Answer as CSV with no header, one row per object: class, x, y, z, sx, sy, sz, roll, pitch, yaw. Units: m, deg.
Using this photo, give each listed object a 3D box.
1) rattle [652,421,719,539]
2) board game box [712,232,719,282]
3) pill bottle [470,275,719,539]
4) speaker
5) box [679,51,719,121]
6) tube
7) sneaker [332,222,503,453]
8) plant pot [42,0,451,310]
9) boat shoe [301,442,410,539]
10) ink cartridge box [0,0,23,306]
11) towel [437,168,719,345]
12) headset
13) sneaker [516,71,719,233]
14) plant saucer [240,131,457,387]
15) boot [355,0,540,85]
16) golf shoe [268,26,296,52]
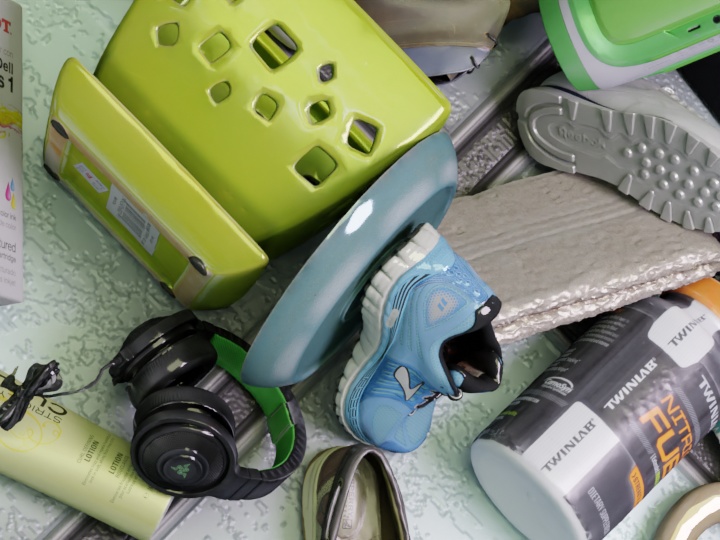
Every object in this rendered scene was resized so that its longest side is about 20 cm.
rattle,0.268,0.162,1.467,0.130,0.143,0.201,20,77,9
board game box,0.278,-0.025,1.479,0.032,0.200,0.121,-1,76,-14
pill bottle,0.175,0.088,1.472,0.200,0.106,0.106,-42,90,-20
speaker,0.221,-0.188,1.454,0.199,0.088,0.089,-21,81,19
box,0.271,-0.200,1.563,0.106,0.122,0.200,-38,87,-20
tube,-0.210,0.104,1.392,0.199,0.058,0.052,28,104,-3
sneaker,0.042,0.063,1.394,0.090,0.200,0.078,35,58,17
plant pot,-0.086,-0.092,1.402,0.199,0.200,0.181,46,75,-1
boat shoe,0.000,0.208,1.414,0.073,0.065,0.201,-6,79,-18
ink cartridge box,-0.280,-0.084,1.362,0.084,0.145,0.201,-9,75,26
towel,0.131,-0.014,1.484,0.199,0.035,0.133,-16,41,-20
headset,-0.126,0.088,1.386,0.200,0.094,0.124,17,41,-40
sneaker,0.202,-0.091,1.499,0.200,0.077,0.080,30,42,33
plant saucer,0.000,0.000,1.378,0.027,0.200,0.200,38,69,9
boot,0.084,-0.169,1.538,0.199,0.075,0.097,3,85,-5
golf shoe,-0.072,-0.230,1.473,0.077,0.088,0.201,-20,102,20
